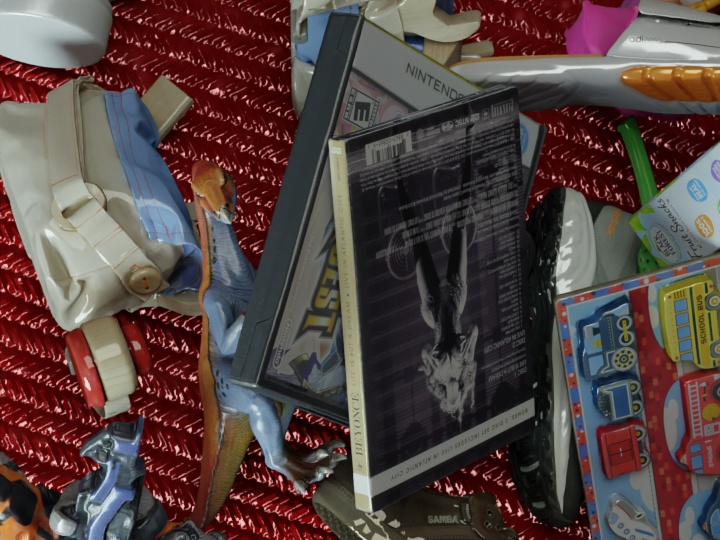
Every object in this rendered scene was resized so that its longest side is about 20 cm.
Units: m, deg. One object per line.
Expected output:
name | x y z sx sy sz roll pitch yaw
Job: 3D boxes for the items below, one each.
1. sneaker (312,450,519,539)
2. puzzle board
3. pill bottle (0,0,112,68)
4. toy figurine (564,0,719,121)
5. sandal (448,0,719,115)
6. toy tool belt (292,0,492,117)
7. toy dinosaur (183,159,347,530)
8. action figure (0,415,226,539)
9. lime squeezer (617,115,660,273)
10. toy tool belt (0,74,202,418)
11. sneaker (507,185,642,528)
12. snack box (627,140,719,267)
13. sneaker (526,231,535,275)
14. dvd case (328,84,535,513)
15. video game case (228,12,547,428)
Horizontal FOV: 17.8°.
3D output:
sneaker | 0.068 0.167 1.304 0.200 0.070 0.076 40 75 9
puzzle board | 0.195 0.085 1.293 0.150 0.017 0.200 -15 117 -6
pill bottle | -0.179 -0.230 1.394 0.111 0.111 0.201 8 73 0
toy figurine | 0.207 -0.171 1.387 0.184 0.200 0.150 -32 113 8
sandal | 0.149 -0.125 1.285 0.206 0.079 0.059 1 78 -2
toy tool belt | 0.021 -0.161 1.328 0.123 0.200 0.125 -1 71 -2
toy dinosaur | -0.072 0.037 1.261 0.200 0.105 0.182 -31 95 15
action figure | -0.164 0.127 1.278 0.193 0.200 0.105 22 35 -3
lime squeezer | 0.200 0.006 1.347 0.038 0.071 0.200 -37 94 29
toy tool belt | -0.129 -0.024 1.324 0.123 0.125 0.200 -18 59 -11
sneaker | 0.133 0.052 1.342 0.079 0.074 0.201 12 76 -15
snack box | 0.262 -0.077 1.307 0.200 0.142 0.053 -27 77 -41
sneaker | 0.000 0.000 1.358 0.200 0.076 0.091 -20 53 -3
dvd case | 0.041 0.012 1.226 0.016 0.149 0.201 8 109 39
video game case | 0.020 -0.013 1.228 0.025 0.181 0.200 8 79 39
